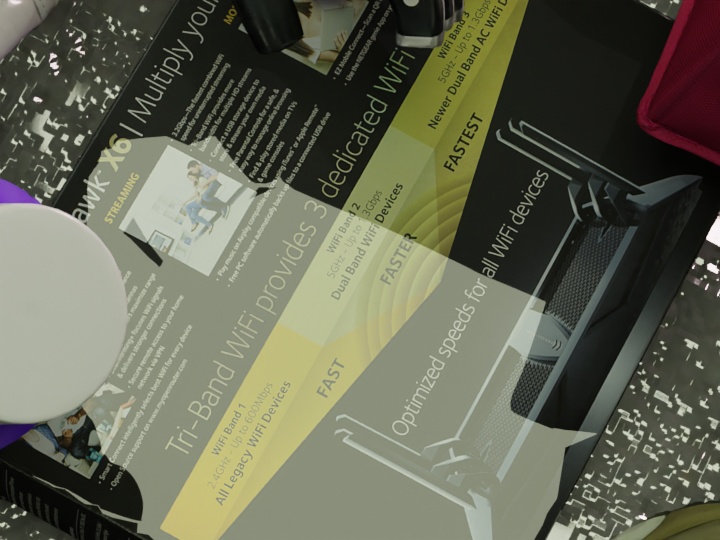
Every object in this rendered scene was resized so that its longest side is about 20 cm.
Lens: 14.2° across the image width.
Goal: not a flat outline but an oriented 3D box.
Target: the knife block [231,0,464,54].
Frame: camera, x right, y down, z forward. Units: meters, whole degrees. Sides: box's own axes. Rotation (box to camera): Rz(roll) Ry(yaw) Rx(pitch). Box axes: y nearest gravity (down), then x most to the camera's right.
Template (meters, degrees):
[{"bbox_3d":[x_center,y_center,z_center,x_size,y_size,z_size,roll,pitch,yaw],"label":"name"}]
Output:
[{"bbox_3d":[-0.032,-0.150,0.699,0.064,0.200,0.176,-18,60,18],"label":"knife block"}]

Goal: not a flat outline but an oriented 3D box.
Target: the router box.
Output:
[{"bbox_3d":[0.000,0.000,0.783,0.157,0.052,0.200,29,74,4],"label":"router box"}]

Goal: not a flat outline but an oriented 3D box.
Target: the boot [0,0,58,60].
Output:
[{"bbox_3d":[-0.106,-0.110,0.692,0.096,0.074,0.200,54,41,-30],"label":"boot"}]

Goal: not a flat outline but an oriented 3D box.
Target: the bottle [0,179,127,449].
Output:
[{"bbox_3d":[-0.115,0.011,0.692,0.065,0.200,0.084,39,73,-21],"label":"bottle"}]

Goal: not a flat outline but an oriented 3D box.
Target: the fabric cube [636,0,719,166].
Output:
[{"bbox_3d":[0.209,-0.099,0.665,0.200,0.199,0.196,24,73,-4],"label":"fabric cube"}]

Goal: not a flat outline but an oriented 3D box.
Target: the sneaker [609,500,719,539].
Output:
[{"bbox_3d":[0.046,0.138,0.684,0.077,0.089,0.200,40,114,-3],"label":"sneaker"}]
